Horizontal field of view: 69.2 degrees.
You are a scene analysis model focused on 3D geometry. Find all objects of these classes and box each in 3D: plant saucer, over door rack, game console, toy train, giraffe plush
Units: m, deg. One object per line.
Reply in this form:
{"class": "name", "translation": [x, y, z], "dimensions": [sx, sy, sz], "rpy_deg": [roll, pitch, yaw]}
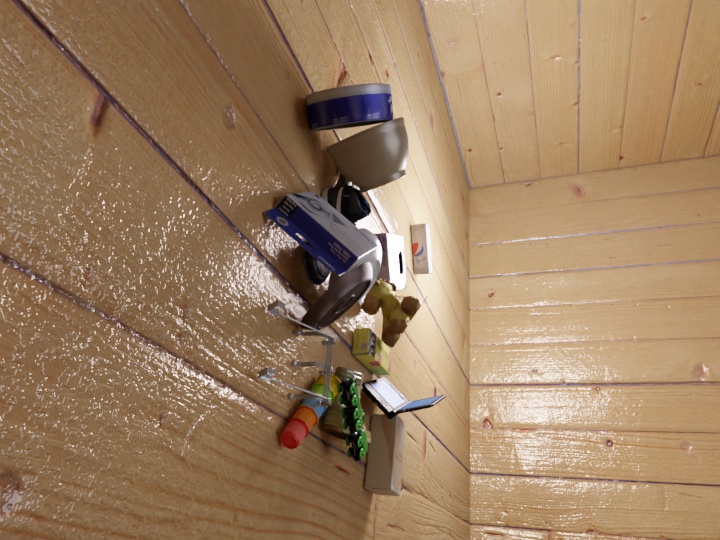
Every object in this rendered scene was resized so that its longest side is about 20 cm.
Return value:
{"class": "plant saucer", "translation": [-0.042, 0.062, 1.102], "dimensions": [0.032, 0.200, 0.200], "rpy_deg": [46, 15, 13]}
{"class": "over door rack", "translation": [-0.126, 0.167, 1.011], "dimensions": [0.200, 0.066, 0.148], "rpy_deg": [41, 42, -45]}
{"class": "game console", "translation": [0.124, 0.339, 1.463], "dimensions": [0.176, 0.116, 0.200], "rpy_deg": [44, 10, 19]}
{"class": "toy train", "translation": [-0.014, 0.321, 1.142], "dimensions": [0.056, 0.042, 0.201], "rpy_deg": [-36, 122, -61]}
{"class": "giraffe plush", "translation": [0.076, 0.093, 1.462], "dimensions": [0.200, 0.162, 0.173], "rpy_deg": [-49, 170, -42]}

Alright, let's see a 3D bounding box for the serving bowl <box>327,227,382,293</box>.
{"class": "serving bowl", "translation": [0.000, 0.000, 1.275], "dimensions": [0.200, 0.066, 0.200], "rpy_deg": [-50, 153, -36]}

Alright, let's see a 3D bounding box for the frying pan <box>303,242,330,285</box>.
{"class": "frying pan", "translation": [-0.082, -0.005, 1.227], "dimensions": [0.190, 0.031, 0.115], "rpy_deg": [53, 39, -51]}

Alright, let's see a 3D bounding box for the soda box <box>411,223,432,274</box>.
{"class": "soda box", "translation": [0.246, -0.085, 2.094], "dimensions": [0.068, 0.063, 0.201], "rpy_deg": [3, 83, -71]}

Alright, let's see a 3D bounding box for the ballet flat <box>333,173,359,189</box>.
{"class": "ballet flat", "translation": [-0.025, -0.249, 1.372], "dimensions": [0.068, 0.072, 0.200], "rpy_deg": [64, 28, -44]}

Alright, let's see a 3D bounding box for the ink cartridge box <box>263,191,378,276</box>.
{"class": "ink cartridge box", "translation": [-0.073, -0.084, 1.070], "dimensions": [0.199, 0.041, 0.200], "rpy_deg": [40, 22, 5]}

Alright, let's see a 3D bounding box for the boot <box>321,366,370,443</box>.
{"class": "boot", "translation": [-0.019, 0.324, 1.247], "dimensions": [0.200, 0.073, 0.156], "rpy_deg": [45, 48, -52]}

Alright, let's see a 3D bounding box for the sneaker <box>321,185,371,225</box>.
{"class": "sneaker", "translation": [-0.021, -0.111, 1.291], "dimensions": [0.073, 0.112, 0.201], "rpy_deg": [-58, 139, -57]}

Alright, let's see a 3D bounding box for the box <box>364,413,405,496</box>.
{"class": "box", "translation": [0.070, 0.509, 1.444], "dimensions": [0.095, 0.077, 0.201], "rpy_deg": [56, 34, -53]}

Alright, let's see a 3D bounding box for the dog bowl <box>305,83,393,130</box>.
{"class": "dog bowl", "translation": [-0.024, -0.378, 1.218], "dimensions": [0.200, 0.199, 0.079], "rpy_deg": [-39, 124, -66]}

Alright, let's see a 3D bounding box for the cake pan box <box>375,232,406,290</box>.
{"class": "cake pan box", "translation": [0.099, -0.025, 1.695], "dimensions": [0.200, 0.052, 0.185], "rpy_deg": [4, 84, -70]}

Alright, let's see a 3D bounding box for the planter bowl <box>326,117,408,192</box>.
{"class": "planter bowl", "translation": [0.034, -0.271, 1.271], "dimensions": [0.135, 0.200, 0.200], "rpy_deg": [69, 23, -9]}

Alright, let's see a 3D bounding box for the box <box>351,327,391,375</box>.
{"class": "box", "translation": [0.035, 0.230, 1.455], "dimensions": [0.200, 0.050, 0.075], "rpy_deg": [55, 34, -55]}

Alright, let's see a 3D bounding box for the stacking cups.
{"class": "stacking cups", "translation": [-0.105, 0.285, 1.064], "dimensions": [0.200, 0.060, 0.061], "rpy_deg": [-42, 125, -59]}
